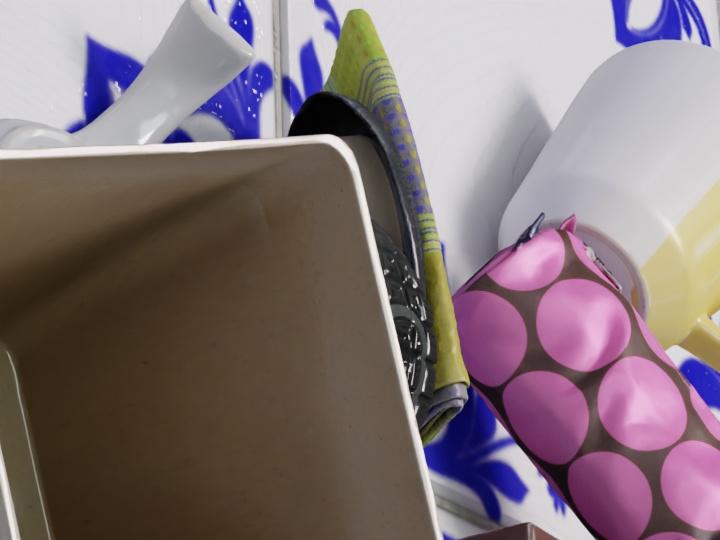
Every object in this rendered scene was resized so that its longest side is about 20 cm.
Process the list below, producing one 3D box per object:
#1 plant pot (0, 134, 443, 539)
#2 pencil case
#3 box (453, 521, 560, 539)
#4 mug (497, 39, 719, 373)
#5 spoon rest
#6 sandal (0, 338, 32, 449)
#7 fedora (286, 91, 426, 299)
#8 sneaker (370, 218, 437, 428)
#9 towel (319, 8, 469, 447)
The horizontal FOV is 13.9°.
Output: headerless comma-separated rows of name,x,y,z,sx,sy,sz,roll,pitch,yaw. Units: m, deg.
plant pot,-0.109,0.075,1.062,0.200,0.177,0.200,-5,79,-47
pencil case,0.127,0.071,1.480,0.094,0.091,0.200,-32,80,-25
box,0.080,0.233,1.413,0.100,0.075,0.200,35,49,-46
mug,0.165,-0.022,1.587,0.153,0.186,0.150,-43,139,-48
spoon rest,-0.116,-0.044,1.244,0.099,0.061,0.200,42,42,1
sandal,-0.103,0.082,1.217,0.200,0.043,0.076,53,36,-30
fedora,-0.042,0.023,1.278,0.091,0.201,0.201,-1,73,-21
sneaker,-0.025,0.071,1.166,0.076,0.091,0.200,35,57,-52
towel,0.000,0.000,1.328,0.023,0.144,0.200,-2,65,-21
